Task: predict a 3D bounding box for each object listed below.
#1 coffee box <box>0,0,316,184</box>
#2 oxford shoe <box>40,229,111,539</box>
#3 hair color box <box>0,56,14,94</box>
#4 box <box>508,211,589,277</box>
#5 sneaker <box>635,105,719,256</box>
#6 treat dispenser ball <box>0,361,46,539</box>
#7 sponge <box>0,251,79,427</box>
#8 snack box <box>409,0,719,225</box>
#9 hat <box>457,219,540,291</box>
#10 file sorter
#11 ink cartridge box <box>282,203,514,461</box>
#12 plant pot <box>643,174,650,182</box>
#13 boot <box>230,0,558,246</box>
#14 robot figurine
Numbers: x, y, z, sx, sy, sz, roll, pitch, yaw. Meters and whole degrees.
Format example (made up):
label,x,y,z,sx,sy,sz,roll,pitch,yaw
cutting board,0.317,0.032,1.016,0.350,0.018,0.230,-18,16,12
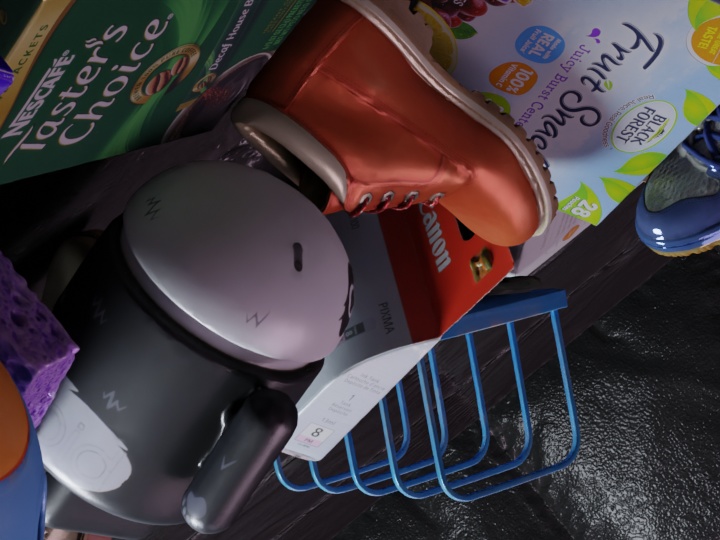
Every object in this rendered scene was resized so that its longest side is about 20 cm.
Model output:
label,x,y,z,sx,sy,sz,roll,pitch,yaw
coffee box,-0.103,-0.095,0.704,0.123,0.044,0.200,-47,166,32
oxford shoe,-0.166,0.075,0.895,0.074,0.200,0.071,10,173,-43
hair color box,-0.209,-0.030,0.478,0.200,0.109,0.065,-41,169,11
box,0.164,-0.105,1.291,0.200,0.106,0.152,-38,168,-8
sneaker,0.214,-0.098,0.914,0.200,0.075,0.088,-46,131,-2
treat dispenser ball,-0.223,0.093,0.654,0.201,0.201,0.201,-37,167,-10
sponge,-0.195,0.047,0.780,0.030,0.112,0.200,-31,166,-38
snack box,0.104,-0.123,0.891,0.200,0.168,0.068,131,-23,-56
hat,0.037,-0.021,1.240,0.200,0.081,0.201,0,180,0
file sorter,0.036,0.089,1.182,0.139,0.123,0.200,-12,-176,-38
ink cartridge box,0.000,0.000,1.083,0.057,0.163,0.200,19,127,-31
plant pot,0.218,-0.184,1.014,0.200,0.200,0.198,-29,157,-38
boot,0.018,-0.056,0.855,0.075,0.200,0.107,6,-119,53
robot figurine,-0.088,0.041,0.809,0.200,0.150,0.125,-53,172,23
